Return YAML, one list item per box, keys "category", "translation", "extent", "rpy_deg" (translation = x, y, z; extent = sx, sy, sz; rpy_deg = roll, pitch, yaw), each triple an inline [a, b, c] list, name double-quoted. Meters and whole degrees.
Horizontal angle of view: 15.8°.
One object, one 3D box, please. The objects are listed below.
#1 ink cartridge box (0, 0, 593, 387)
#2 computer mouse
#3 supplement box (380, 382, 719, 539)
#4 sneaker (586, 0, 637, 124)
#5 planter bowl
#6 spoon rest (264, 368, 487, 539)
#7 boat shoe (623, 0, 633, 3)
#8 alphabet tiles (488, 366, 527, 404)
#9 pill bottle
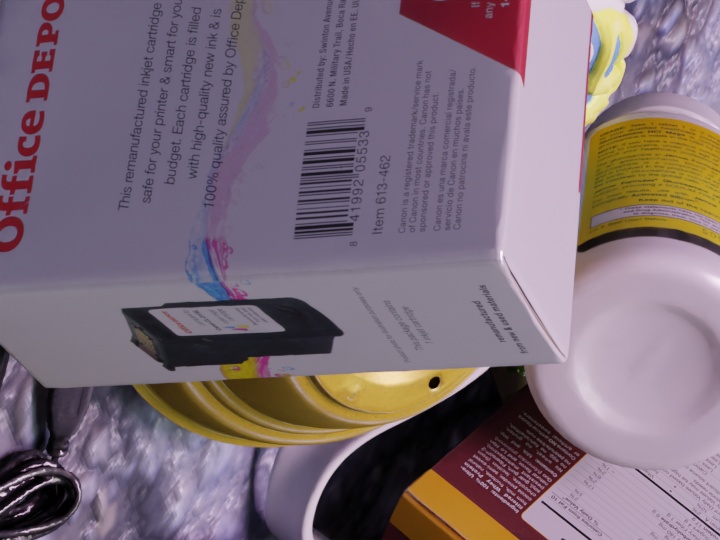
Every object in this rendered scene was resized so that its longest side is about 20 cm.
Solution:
- category: "ink cartridge box"
  translation: [-0.029, -0.044, 0.899]
  extent: [0.083, 0.199, 0.146]
  rpy_deg: [54, 38, -57]
- category: "computer mouse"
  translation: [-0.136, 0.033, 0.955]
  extent: [0.140, 0.046, 0.201]
  rpy_deg: [-25, 128, -49]
- category: "supplement box"
  translation: [0.097, 0.160, 1.266]
  extent: [0.200, 0.133, 0.198]
  rpy_deg: [-36, 157, -44]
- category: "sneaker"
  translation: [0.071, -0.077, 1.166]
  extent: [0.105, 0.076, 0.200]
  rpy_deg: [-58, 166, -6]
- category: "planter bowl"
  translation: [0.000, 0.000, 1.041]
  extent: [0.199, 0.083, 0.201]
  rpy_deg: [-13, 120, -24]
- category: "spoon rest"
  translation: [0.011, 0.048, 1.169]
  extent: [0.061, 0.099, 0.201]
  rpy_deg: [4, 115, -55]
- category: "boat shoe"
  translation: [0.129, -0.161, 1.246]
  extent: [0.201, 0.070, 0.072]
  rpy_deg: [-10, 112, -59]
- category: "alphabet tiles"
  translation: [0.153, 0.045, 1.385]
  extent: [0.166, 0.006, 0.200]
  rpy_deg: [-32, 135, -7]
- category: "pill bottle"
  translation: [0.137, -0.004, 1.207]
  extent: [0.200, 0.112, 0.113]
  rpy_deg: [-75, 168, -60]
